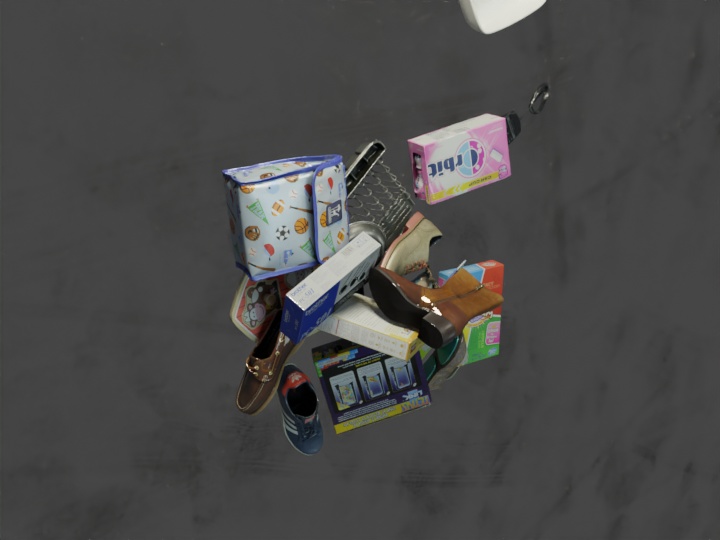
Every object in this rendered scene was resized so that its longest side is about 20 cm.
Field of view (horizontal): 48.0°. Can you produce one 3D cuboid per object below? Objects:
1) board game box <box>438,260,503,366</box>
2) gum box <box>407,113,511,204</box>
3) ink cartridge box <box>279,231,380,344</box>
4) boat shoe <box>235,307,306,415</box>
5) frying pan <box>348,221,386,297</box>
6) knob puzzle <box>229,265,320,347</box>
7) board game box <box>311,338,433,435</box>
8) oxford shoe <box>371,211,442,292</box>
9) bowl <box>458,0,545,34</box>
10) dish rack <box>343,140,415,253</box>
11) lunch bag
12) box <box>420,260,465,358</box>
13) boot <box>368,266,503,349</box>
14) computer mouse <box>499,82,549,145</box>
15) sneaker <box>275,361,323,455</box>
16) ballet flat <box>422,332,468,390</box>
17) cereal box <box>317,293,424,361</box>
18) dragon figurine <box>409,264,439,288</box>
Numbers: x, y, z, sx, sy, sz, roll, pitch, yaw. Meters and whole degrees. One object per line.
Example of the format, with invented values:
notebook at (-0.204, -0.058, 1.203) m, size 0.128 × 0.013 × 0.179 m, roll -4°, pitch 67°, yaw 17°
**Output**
board game box at (0.228, 0.092, 1.693) m, size 0.150 × 0.040 × 0.205 m, roll -12°, pitch 111°, yaw -33°
gum box at (0.185, -0.212, 1.538) m, size 0.196 × 0.066 × 0.116 m, roll -21°, pitch 115°, yaw -20°
ink cartridge box at (-0.049, 0.027, 1.333) m, size 0.199 × 0.044 × 0.095 m, roll -40°, pitch 159°, yaw -36°
boat shoe at (-0.165, 0.154, 1.398) m, size 0.070 × 0.070 × 0.203 m, roll 27°, pitch 92°, yaw -50°
frying pan at (-0.015, -0.003, 1.467) m, size 0.113 × 0.031 × 0.193 m, roll 5°, pitch 121°, yaw -27°
knob puzzle at (-0.137, 0.052, 1.423) m, size 0.216 × 0.030 × 0.225 m, roll -12°, pitch 112°, yaw -33°
board game box at (0.023, 0.199, 1.517) m, size 0.196 × 0.057 × 0.169 m, roll -16°, pitch 114°, yaw -2°
oxford shoe at (0.088, -0.024, 1.484) m, size 0.201 × 0.074 × 0.071 m, roll -55°, pitch 171°, yaw -31°
bowl at (0.245, -0.557, 1.483) m, size 0.198 × 0.074 × 0.203 m, roll -32°, pitch 122°, yaw -24°
dish rack at (0.024, -0.120, 1.472) m, size 0.154 × 0.054 × 0.200 m, roll -51°, pitch 127°, yaw -11°
lunch bag at (-0.110, -0.092, 1.326) m, size 0.196 × 0.124 × 0.174 m, roll -13°, pitch 113°, yaw -23°
box at (0.152, 0.083, 1.543) m, size 0.122 × 0.047 × 0.201 m, roll -45°, pitch 167°, yaw -38°
boot at (0.131, 0.030, 1.400) m, size 0.199 × 0.187 × 0.070 m, roll -30°, pitch 144°, yaw -44°
computer mouse at (0.321, -0.317, 1.645) m, size 0.200 × 0.034 × 0.059 m, roll -44°, pitch 127°, yaw -25°
sneaker at (-0.104, 0.267, 1.479) m, size 0.074 × 0.084 × 0.203 m, roll -32°, pitch 121°, yaw -23°
ballet flat at (0.176, 0.176, 1.615) m, size 0.066 × 0.069 × 0.201 m, roll 9°, pitch 142°, yaw -21°
cereal box at (0.017, 0.090, 1.409) m, size 0.143 × 0.196 × 0.040 m, roll -27°, pitch 132°, yaw -64°
dragon figurine at (0.101, 0.039, 1.555) m, size 0.098 × 0.200 × 0.060 m, roll -28°, pitch 90°, yaw 9°
